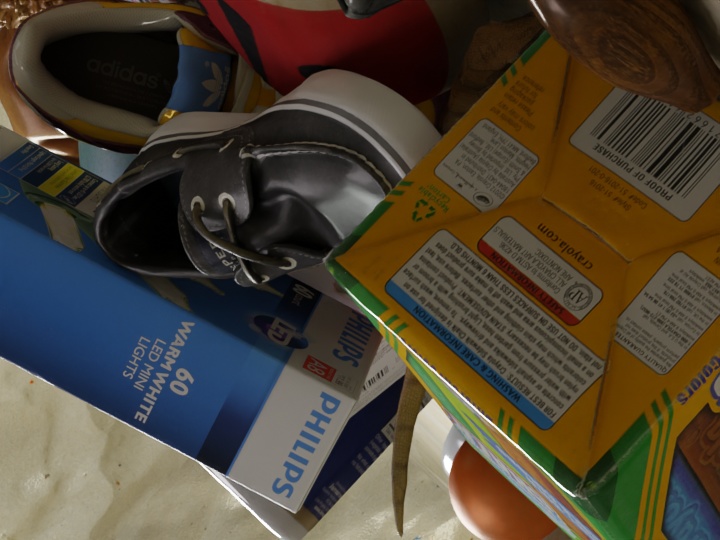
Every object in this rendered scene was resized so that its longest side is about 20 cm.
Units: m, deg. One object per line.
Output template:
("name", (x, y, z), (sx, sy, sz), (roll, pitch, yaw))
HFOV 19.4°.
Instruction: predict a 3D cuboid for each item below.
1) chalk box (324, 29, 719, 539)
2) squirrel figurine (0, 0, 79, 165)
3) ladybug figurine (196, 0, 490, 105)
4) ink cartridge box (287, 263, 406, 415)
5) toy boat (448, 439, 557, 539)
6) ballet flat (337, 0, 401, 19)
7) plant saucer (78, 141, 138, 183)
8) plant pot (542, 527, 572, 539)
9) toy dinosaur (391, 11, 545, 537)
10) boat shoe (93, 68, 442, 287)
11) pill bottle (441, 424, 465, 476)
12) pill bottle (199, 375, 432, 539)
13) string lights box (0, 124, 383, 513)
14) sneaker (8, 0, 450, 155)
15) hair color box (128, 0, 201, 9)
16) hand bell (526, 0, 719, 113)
("chalk box", (0.099, 0.031, 0.711), (0.125, 0.124, 0.200), (40, 173, 34))
("squirrel figurine", (-0.152, -0.143, 1.170), (0.200, 0.142, 0.187), (43, 168, -12))
("ladybug figurine", (-0.018, -0.110, 0.760), (0.136, 0.072, 0.200), (42, 174, 17))
("ink cartridge box", (0.000, 0.000, 1.041), (0.083, 0.147, 0.200), (51, 175, 11))
("toy boat", (0.077, 0.058, 0.885), (0.130, 0.131, 0.200), (-10, 134, 43))
("ballet flat", (-0.035, -0.158, 0.609), (0.200, 0.057, 0.066), (48, 171, -23))
("plant saucer", (-0.106, -0.023, 1.024), (0.201, 0.039, 0.202), (-11, -90, -88))
("plant pot", (0.172, 0.176, 1.036), (0.183, 0.201, 0.200), (30, 169, 24))
("toy dinosaur", (0.035, -0.016, 0.777), (0.060, 0.106, 0.201), (25, 125, 24))
("boat shoe", (-0.040, -0.024, 0.756), (0.200, 0.066, 0.070), (5, 134, 57))
("pill bottle", (0.150, 0.143, 1.254), (0.200, 0.104, 0.104), (42, 174, 22))
("pill bottle", (-0.011, 0.048, 1.205), (0.111, 0.200, 0.111), (42, 174, 6))
("string lights box", (-0.094, 0.015, 0.877), (0.200, 0.059, 0.103), (27, -163, -1))
("sneaker", (-0.047, -0.069, 0.879), (0.199, 0.075, 0.090), (6, 180, -2))
("hair color box", (-0.091, -0.164, 0.947), (0.100, 0.061, 0.200), (44, 174, -7))
("hand bell", (0.031, -0.097, 0.564), (0.200, 0.104, 0.104), (34, 180, -33))
